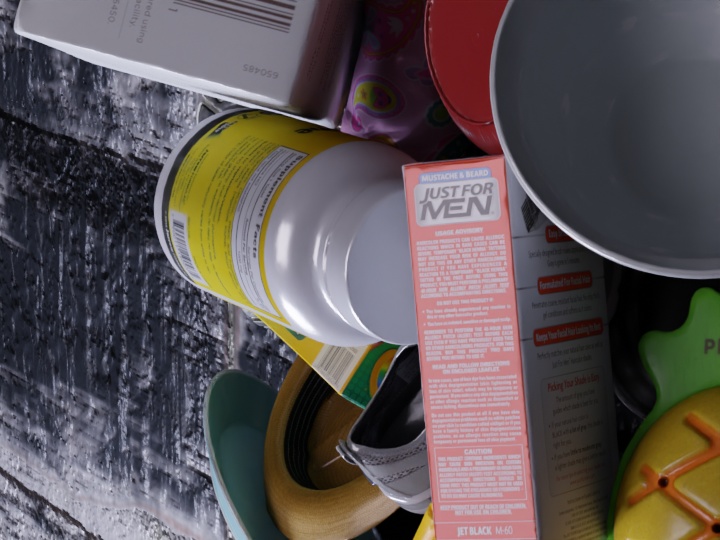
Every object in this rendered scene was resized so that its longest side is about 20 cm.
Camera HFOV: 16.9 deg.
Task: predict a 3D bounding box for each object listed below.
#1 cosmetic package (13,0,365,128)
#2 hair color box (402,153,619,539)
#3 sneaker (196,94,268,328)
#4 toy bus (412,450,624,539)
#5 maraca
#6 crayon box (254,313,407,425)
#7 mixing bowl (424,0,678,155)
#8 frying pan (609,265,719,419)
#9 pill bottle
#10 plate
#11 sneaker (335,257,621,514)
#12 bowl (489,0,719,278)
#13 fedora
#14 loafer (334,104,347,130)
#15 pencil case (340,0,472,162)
[{"bbox_3d":[-0.081,-0.186,1.402,0.200,0.165,0.165,9,-84,-83],"label":"cosmetic package"},{"bbox_3d":[0.079,0.042,1.222,0.064,0.111,0.201,-3,91,29],"label":"hair color box"},{"bbox_3d":[-0.051,-0.052,1.616,0.078,0.089,0.200,-1,117,17],"label":"sneaker"},{"bbox_3d":[0.097,0.201,1.302,0.200,0.192,0.136,55,138,35],"label":"toy bus"},{"bbox_3d":[0.191,0.108,1.209,0.137,0.107,0.201,1,83,19],"label":"maraca"},{"bbox_3d":[0.000,0.000,1.442,0.119,0.058,0.200,-56,32,4],"label":"crayon box"},{"bbox_3d":[0.105,-0.129,1.301,0.200,0.108,0.201,19,113,55],"label":"mixing bowl"},{"bbox_3d":[0.180,-0.004,1.276,0.115,0.031,0.190,53,131,38],"label":"frying pan"},{"bbox_3d":[-0.023,-0.022,1.331,0.200,0.112,0.113,21,114,56],"label":"pill bottle"},{"bbox_3d":[-0.046,0.155,1.543,0.026,0.200,0.200,-32,64,17],"label":"plate"},{"bbox_3d":[0.066,0.045,1.316,0.075,0.082,0.200,40,98,41],"label":"sneaker"},{"bbox_3d":[0.163,-0.077,1.176,0.090,0.201,0.201,76,174,-69],"label":"bowl"},{"bbox_3d":[0.027,0.089,1.465,0.200,0.082,0.201,-34,39,33],"label":"fedora"},{"bbox_3d":[-0.012,-0.171,1.531,0.071,0.073,0.200,3,108,54],"label":"loafer"},{"bbox_3d":[0.044,-0.161,1.421,0.087,0.087,0.200,42,129,47],"label":"pencil case"}]
